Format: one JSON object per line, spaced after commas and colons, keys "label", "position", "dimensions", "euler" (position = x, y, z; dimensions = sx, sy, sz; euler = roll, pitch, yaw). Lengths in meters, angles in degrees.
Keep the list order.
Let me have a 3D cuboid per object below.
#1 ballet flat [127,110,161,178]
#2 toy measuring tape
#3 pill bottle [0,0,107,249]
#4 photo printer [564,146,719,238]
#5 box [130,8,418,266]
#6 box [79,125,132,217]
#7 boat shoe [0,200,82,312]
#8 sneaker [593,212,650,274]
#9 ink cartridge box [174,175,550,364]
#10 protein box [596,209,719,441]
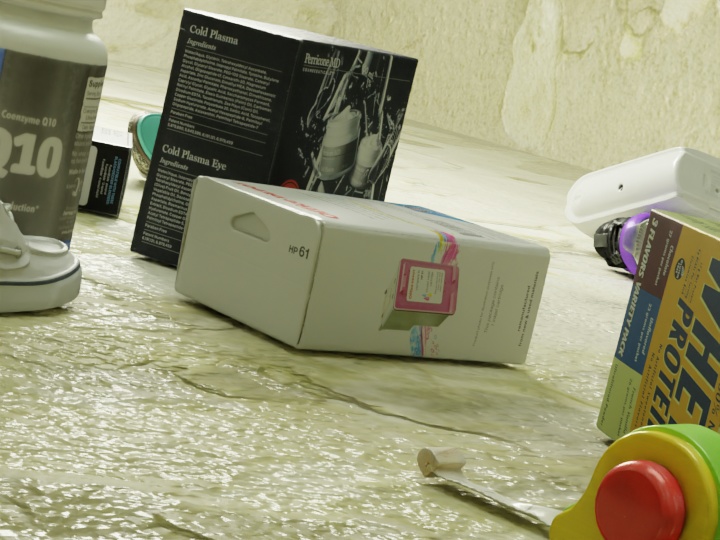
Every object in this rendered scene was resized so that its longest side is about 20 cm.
{"label": "ballet flat", "position": [-0.169, -0.106, 1.912], "dimensions": [0.075, 0.068, 0.200], "euler": [-9, -14, 40]}
{"label": "toy measuring tape", "position": [0.109, 0.091, 0.881], "dimensions": [0.200, 0.074, 0.074], "euler": [20, 11, 42]}
{"label": "pill bottle", "position": [-0.225, -0.105, 1.262], "dimensions": [0.114, 0.200, 0.114], "euler": [12, 8, -2]}
{"label": "photo printer", "position": [0.331, -0.065, 2.118], "dimensions": [0.166, 0.069, 0.200], "euler": [19, -20, -29]}
{"label": "box", "position": [-0.061, -0.089, 1.478], "dimensions": [0.104, 0.182, 0.200], "euler": [16, 9, 25]}
{"label": "box", "position": [-0.290, -0.099, 1.630], "dimensions": [0.200, 0.060, 0.117], "euler": [12, 8, -7]}
{"label": "boat shoe", "position": [-0.220, -0.014, 1.117], "dimensions": [0.074, 0.065, 0.200], "euler": [16, 9, 23]}
{"label": "sneaker", "position": [0.277, -0.023, 1.994], "dimensions": [0.099, 0.070, 0.200], "euler": [11, 1, 25]}
{"label": "ink cartridge box", "position": [0.000, 0.000, 1.299], "dimensions": [0.200, 0.085, 0.145], "euler": [8, 9, -40]}
{"label": "protein box", "position": [0.268, 0.065, 1.075], "dimensions": [0.200, 0.135, 0.199], "euler": [11, 9, -16]}
